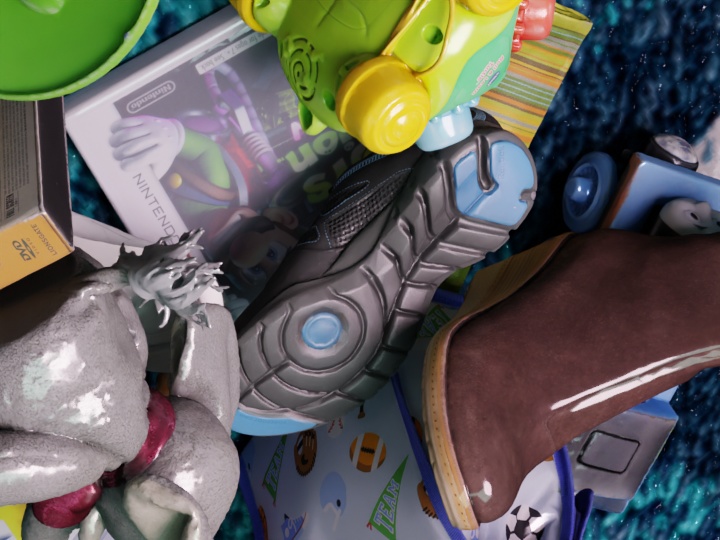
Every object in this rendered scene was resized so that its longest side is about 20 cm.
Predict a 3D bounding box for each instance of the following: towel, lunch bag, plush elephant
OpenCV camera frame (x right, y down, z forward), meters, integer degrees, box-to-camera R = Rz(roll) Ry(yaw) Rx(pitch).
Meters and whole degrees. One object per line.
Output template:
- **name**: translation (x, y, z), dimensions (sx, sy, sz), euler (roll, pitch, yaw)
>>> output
- **towel**: translation (0.043, -0.053, 1.046), dimensions (0.085, 0.018, 0.201), euler (14, 115, -24)
- **lunch bag**: translation (0.031, 0.134, 1.046), dimensions (0.123, 0.201, 0.171), euler (10, 132, -26)
- **plush elephant**: translation (-0.120, 0.071, 0.890), dimensions (0.198, 0.165, 0.156), euler (-14, 121, 21)

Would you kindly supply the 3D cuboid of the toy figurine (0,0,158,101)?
- **toy figurine**: translation (-0.129, -0.176, 0.858), dimensions (0.199, 0.184, 0.151), euler (25, 116, 13)

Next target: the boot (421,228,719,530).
- **boot**: translation (0.120, 0.039, 0.947), dimensions (0.165, 0.201, 0.073), euler (-9, 121, 19)

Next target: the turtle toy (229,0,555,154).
- **turtle toy**: translation (0.038, -0.140, 0.933), dimensions (0.200, 0.146, 0.101), euler (-51, 139, 12)

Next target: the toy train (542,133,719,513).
- **toy train**: translation (0.136, 0.028, 1.095), dimensions (0.086, 0.114, 0.201), euler (15, 114, -27)

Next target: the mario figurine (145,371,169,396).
- **mario figurine**: translation (-0.133, 0.131, 1.063), dimensions (0.105, 0.123, 0.202), euler (-1, 117, -33)

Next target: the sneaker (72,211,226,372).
- **sneaker**: translation (-0.161, -0.002, 0.996), dimensions (0.198, 0.081, 0.077), euler (22, 96, -4)

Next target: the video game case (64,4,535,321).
- **video game case**: translation (-0.027, -0.060, 1.041), dimensions (0.199, 0.023, 0.183), euler (-29, 125, -1)

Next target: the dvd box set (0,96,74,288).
- **dvd box set**: translation (-0.220, -0.013, 0.895), dimensions (0.199, 0.147, 0.030), euler (-27, 125, 7)

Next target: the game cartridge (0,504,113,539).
- **game cartridge**: translation (-0.181, 0.107, 1.022), dimensions (0.199, 0.040, 0.134), euler (37, 109, 0)

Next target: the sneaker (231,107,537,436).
- **sneaker**: translation (0.000, 0.000, 0.997), dimensions (0.200, 0.082, 0.073), euler (-42, 121, 3)
